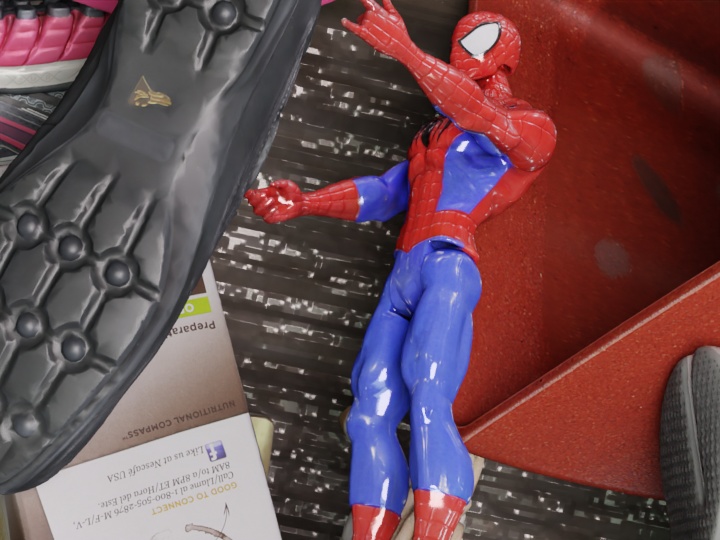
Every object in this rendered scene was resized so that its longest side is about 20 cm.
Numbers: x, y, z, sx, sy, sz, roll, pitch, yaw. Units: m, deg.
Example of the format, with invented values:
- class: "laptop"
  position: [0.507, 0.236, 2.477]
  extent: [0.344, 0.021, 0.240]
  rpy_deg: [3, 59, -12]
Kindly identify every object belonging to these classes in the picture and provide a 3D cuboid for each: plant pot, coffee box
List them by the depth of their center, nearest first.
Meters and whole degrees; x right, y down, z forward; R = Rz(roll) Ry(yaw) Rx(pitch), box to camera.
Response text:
- class: "plant pot"
  position: [0.158, -0.032, 0.886]
  extent: [0.176, 0.201, 0.200]
  rpy_deg: [28, 138, -26]
- class: "coffee box"
  position: [-0.079, 0.075, 0.889]
  extent: [0.079, 0.113, 0.201]
  rpy_deg: [-11, 77, -19]

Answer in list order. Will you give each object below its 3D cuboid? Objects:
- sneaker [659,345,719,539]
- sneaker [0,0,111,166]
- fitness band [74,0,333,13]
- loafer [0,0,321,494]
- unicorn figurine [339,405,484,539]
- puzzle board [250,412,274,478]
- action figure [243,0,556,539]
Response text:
- class: "sneaker"
  position: [0.123, 0.107, 0.838]
  extent: [0.080, 0.071, 0.201]
  rpy_deg: [-3, 130, -12]
- class: "sneaker"
  position: [-0.164, -0.051, 0.916]
  extent: [0.198, 0.081, 0.075]
  rpy_deg: [-2, 111, -6]
- class: "fitness band"
  position: [-0.052, -0.131, 0.840]
  extent: [0.143, 0.038, 0.199]
  rpy_deg: [-36, 145, 29]
- class: "loafer"
  position: [-0.062, -0.027, 0.825]
  extent: [0.068, 0.070, 0.202]
  rpy_deg: [26, 87, 13]
- class: "unicorn figurine"
  position: [-0.001, 0.137, 0.933]
  extent: [0.073, 0.138, 0.201]
  rpy_deg: [1, 134, -2]
- class: "puzzle board"
  position: [-0.116, 0.140, 0.981]
  extent: [0.149, 0.017, 0.202]
  rpy_deg: [6, 98, -10]
- class: "action figure"
  position: [0.000, 0.000, 0.841]
  extent: [0.099, 0.065, 0.201]
  rpy_deg: [31, 62, -27]
